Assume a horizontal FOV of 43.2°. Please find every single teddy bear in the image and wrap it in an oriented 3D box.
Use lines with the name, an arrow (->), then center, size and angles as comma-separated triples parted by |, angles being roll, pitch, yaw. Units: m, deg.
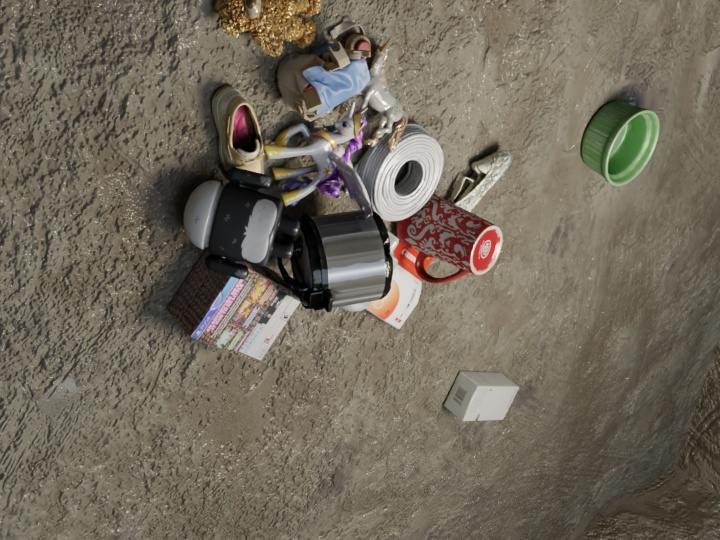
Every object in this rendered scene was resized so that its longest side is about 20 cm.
teddy bear -> -0.138, -0.419, 1.465 | 0.199, 0.067, 0.146 | 20, 102, -50

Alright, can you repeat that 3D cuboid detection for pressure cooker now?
pressure cooker -> -0.055, -0.020, 1.686 | 0.197, 0.176, 0.182 | -9, 97, -18

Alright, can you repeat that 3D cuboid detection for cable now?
cable -> 0.081, -0.198, 1.838 | 0.199, 0.069, 0.201 | 27, 98, -50

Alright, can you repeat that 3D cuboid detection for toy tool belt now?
toy tool belt -> -0.038, -0.338, 1.568 | 0.199, 0.123, 0.126 | -36, 130, -18

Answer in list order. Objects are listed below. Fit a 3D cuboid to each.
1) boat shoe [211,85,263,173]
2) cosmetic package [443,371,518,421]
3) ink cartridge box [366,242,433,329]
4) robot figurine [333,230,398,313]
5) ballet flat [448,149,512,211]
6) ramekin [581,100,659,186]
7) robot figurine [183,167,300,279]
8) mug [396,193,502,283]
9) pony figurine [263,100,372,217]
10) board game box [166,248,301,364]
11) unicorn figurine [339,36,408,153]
boat shoe -> -0.201, -0.214, 1.554 | 0.073, 0.069, 0.202 | -34, 137, -20
cosmetic package -> 0.330, 0.341, 2.472 | 0.198, 0.081, 0.114 | 7, 112, -45
ink cartridge box -> 0.094, 0.020, 2.030 | 0.201, 0.050, 0.162 | -52, 141, 4
robot figurine -> 0.000, 0.000, 1.873 | 0.201, 0.112, 0.170 | -55, 174, 3
ballet flat -> 0.258, -0.198, 2.017 | 0.201, 0.072, 0.072 | -52, 141, -1
ramekin -> 0.643, -0.323, 2.267 | 0.198, 0.097, 0.202 | -25, 133, -29
robot figurine -> -0.205, -0.080, 1.564 | 0.125, 0.197, 0.152 | 114, -10, -58
mug -> 0.195, -0.061, 1.933 | 0.133, 0.199, 0.179 | -39, 135, -27
pony figurine -> -0.060, -0.193, 1.652 | 0.197, 0.167, 0.195 | -21, 121, -4
board game box -> -0.232, 0.062, 1.708 | 0.160, 0.097, 0.199 | -55, 140, 3
unicorn figurine -> 0.029, -0.324, 1.698 | 0.138, 0.073, 0.200 | -53, 142, -12
